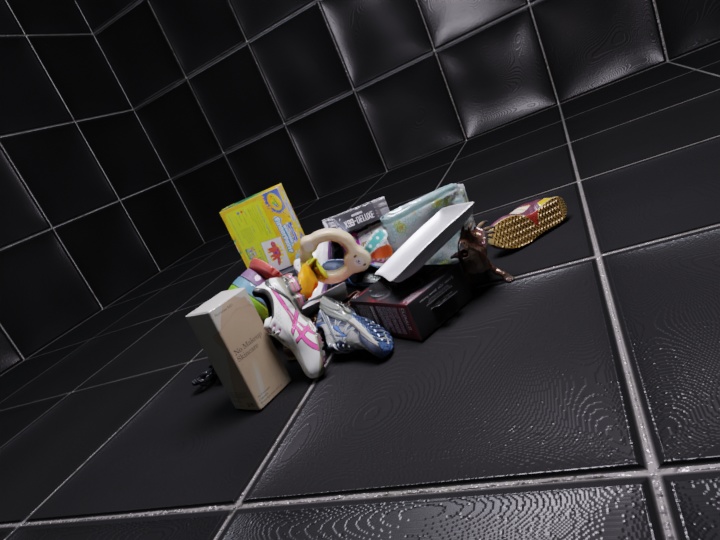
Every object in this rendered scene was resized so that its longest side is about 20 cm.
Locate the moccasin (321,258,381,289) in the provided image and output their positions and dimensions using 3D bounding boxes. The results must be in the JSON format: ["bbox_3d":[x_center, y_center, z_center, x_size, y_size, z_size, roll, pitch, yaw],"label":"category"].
[{"bbox_3d":[0.000,0.000,1.138,0.198,0.068,0.081,6,69,18],"label":"moccasin"}]

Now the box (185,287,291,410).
[{"bbox_3d":[-0.217,0.141,0.917,0.077,0.201,0.095,-10,21,41],"label":"box"}]

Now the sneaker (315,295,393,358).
[{"bbox_3d":[-0.017,0.122,0.938,0.200,0.077,0.086,29,95,49],"label":"sneaker"}]

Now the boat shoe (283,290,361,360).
[{"bbox_3d":[-0.075,0.110,1.050,0.199,0.071,0.070,-29,21,-10],"label":"boat shoe"}]

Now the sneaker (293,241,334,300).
[{"bbox_3d":[-0.119,0.020,1.252,0.099,0.075,0.201,-1,61,10],"label":"sneaker"}]

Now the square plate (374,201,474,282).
[{"bbox_3d":[0.117,-0.048,0.957,0.198,0.028,0.200,-44,7,-3],"label":"square plate"}]

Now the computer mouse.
[{"bbox_3d":[-0.257,0.193,1.099,0.199,0.053,0.139,-28,11,28],"label":"computer mouse"}]

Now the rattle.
[{"bbox_3d":[-0.026,-0.016,1.033,0.198,0.131,0.143,2,12,-4],"label":"rattle"}]

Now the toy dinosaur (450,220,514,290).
[{"bbox_3d":[0.216,-0.042,0.981,0.085,0.136,0.200,-24,15,2],"label":"toy dinosaur"}]

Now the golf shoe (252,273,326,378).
[{"bbox_3d":[-0.130,0.108,0.925,0.092,0.201,0.073,-18,-16,-28],"label":"golf shoe"}]

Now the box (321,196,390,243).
[{"bbox_3d":[-0.010,-0.120,1.262,0.157,0.050,0.200,-22,0,0],"label":"box"}]

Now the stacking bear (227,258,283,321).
[{"bbox_3d":[-0.244,0.085,1.078,0.113,0.122,0.201,25,73,35],"label":"stacking bear"}]

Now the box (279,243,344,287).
[{"bbox_3d":[-0.127,0.009,1.373,0.199,0.107,0.122,-24,18,2],"label":"box"}]

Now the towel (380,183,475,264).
[{"bbox_3d":[0.160,-0.081,1.123,0.199,0.172,0.048,-25,18,-3],"label":"towel"}]

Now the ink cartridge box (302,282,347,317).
[{"bbox_3d":[-0.107,0.073,1.083,0.159,0.047,0.200,-27,-17,-8],"label":"ink cartridge box"}]

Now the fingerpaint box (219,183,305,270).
[{"bbox_3d":[-0.243,-0.100,1.327,0.166,0.201,0.073,-22,17,7],"label":"fingerpaint box"}]

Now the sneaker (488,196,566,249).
[{"bbox_3d":[0.346,-0.098,1.105,0.199,0.075,0.090,-22,7,-15],"label":"sneaker"}]

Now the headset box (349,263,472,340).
[{"bbox_3d":[0.098,0.054,0.958,0.148,0.078,0.199,-34,17,-29],"label":"headset box"}]

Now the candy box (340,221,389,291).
[{"bbox_3d":[0.065,-0.050,1.210,0.199,0.137,0.061,-24,-1,5],"label":"candy box"}]
